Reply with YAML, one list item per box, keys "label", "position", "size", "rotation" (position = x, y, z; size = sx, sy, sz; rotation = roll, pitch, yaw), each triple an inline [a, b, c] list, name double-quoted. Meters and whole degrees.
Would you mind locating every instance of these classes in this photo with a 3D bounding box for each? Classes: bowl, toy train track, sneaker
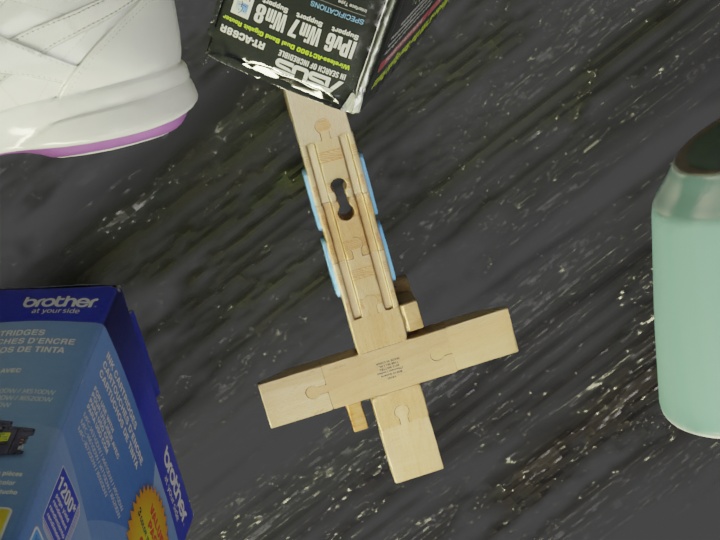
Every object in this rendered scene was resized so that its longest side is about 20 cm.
- label: "bowl"
  position: [0.205, -0.020, 1.171]
  size: [0.201, 0.201, 0.105]
  rotation: [-25, 104, -6]
- label: "toy train track"
  position: [0.000, 0.000, 1.185]
  size: [0.115, 0.033, 0.200]
  rotation: [-17, 118, -3]
- label: "sneaker"
  position: [-0.167, -0.086, 1.057]
  size: [0.200, 0.075, 0.100]
  rotation: [-11, 103, -15]

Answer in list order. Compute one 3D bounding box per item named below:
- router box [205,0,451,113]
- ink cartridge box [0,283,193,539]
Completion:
- label: "router box"
  position: [0.016, -0.158, 0.998]
  size: [0.062, 0.200, 0.150]
  rotation: [22, 112, 6]
- label: "ink cartridge box"
  position: [-0.132, 0.099, 1.112]
  size: [0.076, 0.200, 0.137]
  rotation: [-3, 129, 15]
